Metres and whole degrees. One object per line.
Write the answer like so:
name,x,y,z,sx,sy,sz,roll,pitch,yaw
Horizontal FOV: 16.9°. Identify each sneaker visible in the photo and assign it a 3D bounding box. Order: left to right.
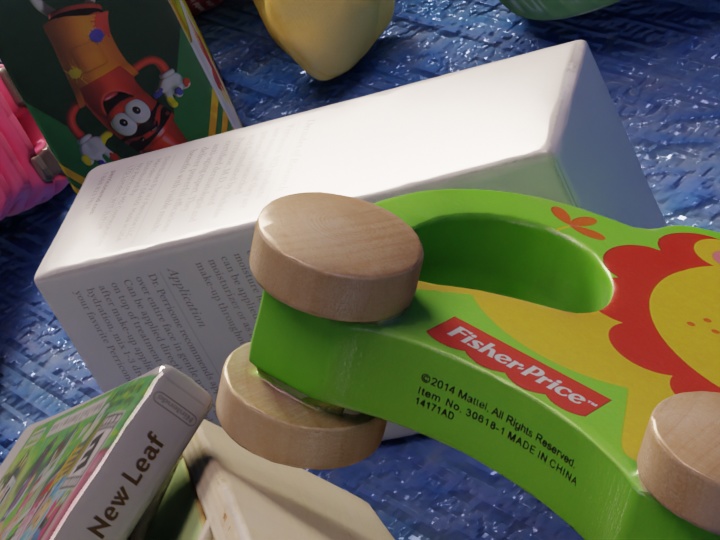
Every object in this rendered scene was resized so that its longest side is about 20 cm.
sneaker,-0.202,-0.029,1.052,0.095,0.079,0.200,-25,3,21

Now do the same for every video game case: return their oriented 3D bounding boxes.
video game case,-0.124,0.117,0.728,0.183,0.022,0.200,-58,11,-17

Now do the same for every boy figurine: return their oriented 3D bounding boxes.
boy figurine,-0.049,-0.180,1.070,0.124,0.201,0.064,-37,-7,41

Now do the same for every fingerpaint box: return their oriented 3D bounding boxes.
fingerpaint box,-0.106,-0.096,1.008,0.073,0.167,0.200,-26,31,0

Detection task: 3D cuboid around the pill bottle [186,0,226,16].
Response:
pill bottle,-0.098,-0.177,1.175,0.199,0.113,0.113,-24,31,7

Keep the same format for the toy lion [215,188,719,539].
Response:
toy lion,0.089,0.028,0.679,0.199,0.069,0.191,28,30,26

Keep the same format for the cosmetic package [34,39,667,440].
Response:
cosmetic package,0.000,0.000,0.844,0.199,0.102,0.071,-12,34,25

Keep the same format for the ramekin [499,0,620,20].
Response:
ramekin,0.108,-0.196,1.011,0.199,0.098,0.200,-34,21,15

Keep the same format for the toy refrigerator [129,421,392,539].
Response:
toy refrigerator,-0.031,0.100,0.653,0.076,0.070,0.200,-62,10,2
